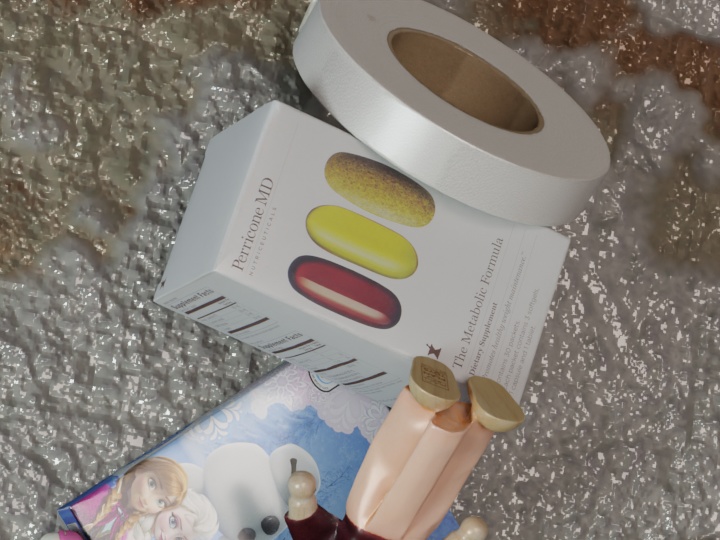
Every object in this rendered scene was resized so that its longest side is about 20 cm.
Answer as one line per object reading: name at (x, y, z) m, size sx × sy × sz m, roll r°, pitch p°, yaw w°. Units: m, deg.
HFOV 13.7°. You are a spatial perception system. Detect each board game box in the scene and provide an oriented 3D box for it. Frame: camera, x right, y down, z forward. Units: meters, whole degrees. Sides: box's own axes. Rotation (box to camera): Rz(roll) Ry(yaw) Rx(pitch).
board game box at (-0.044, 0.173, 1.784) m, size 0.199 × 0.043 × 0.200 m, roll -33°, pitch 93°, yaw -18°

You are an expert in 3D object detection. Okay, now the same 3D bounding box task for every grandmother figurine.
grandmother figurine at (0.012, 0.146, 1.708) m, size 0.121 × 0.061 × 0.201 m, roll 23°, pitch 114°, yaw -7°

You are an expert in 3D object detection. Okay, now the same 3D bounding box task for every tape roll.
tape roll at (0.053, -0.099, 1.769) m, size 0.202 × 0.203 × 0.037 m, roll 26°, pitch 113°, yaw -12°

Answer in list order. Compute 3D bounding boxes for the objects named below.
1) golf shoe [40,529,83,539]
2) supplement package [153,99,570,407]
golf shoe at (-0.207, 0.242, 1.716) m, size 0.091 × 0.075 × 0.201 m, roll 15°, pitch 79°, yaw -11°
supplement package at (0.000, 0.000, 1.740) m, size 0.199 × 0.109 × 0.114 m, roll 24°, pitch 72°, yaw -18°
